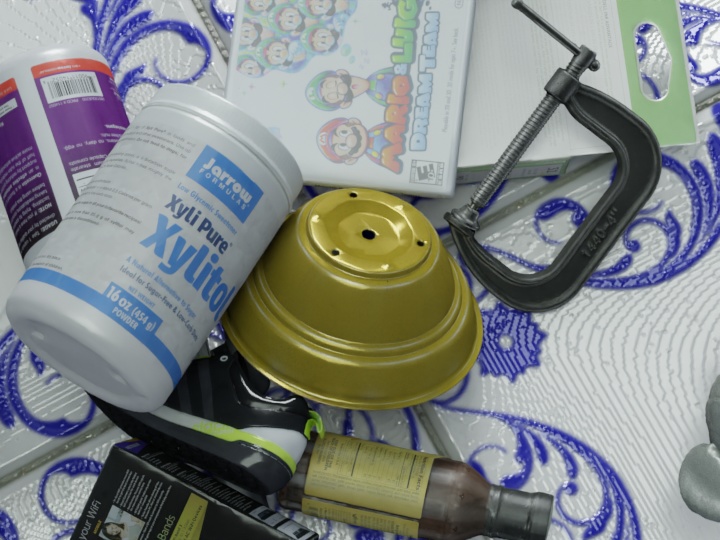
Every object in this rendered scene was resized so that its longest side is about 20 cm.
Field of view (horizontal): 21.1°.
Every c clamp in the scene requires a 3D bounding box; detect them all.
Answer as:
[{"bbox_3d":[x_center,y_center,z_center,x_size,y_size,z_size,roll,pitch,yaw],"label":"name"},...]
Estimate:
[{"bbox_3d":[0.134,-0.076,1.451,0.170,0.027,0.201,30,96,-13],"label":"c clamp"}]

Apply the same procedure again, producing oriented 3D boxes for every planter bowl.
[{"bbox_3d":[0.000,0.000,1.399,0.199,0.084,0.201,8,42,-7],"label":"planter bowl"}]

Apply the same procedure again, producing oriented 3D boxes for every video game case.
[{"bbox_3d":[-0.009,-0.161,1.453,0.181,0.024,0.201,6,83,7],"label":"video game case"}]

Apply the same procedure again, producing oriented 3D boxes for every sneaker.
[{"bbox_3d":[-0.114,0.094,1.396,0.199,0.072,0.083,23,68,23],"label":"sneaker"}]

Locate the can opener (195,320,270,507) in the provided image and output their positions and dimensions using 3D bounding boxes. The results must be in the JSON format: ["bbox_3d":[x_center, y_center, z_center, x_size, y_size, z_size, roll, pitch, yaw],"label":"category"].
[{"bbox_3d":[-0.084,0.120,1.436,0.066,0.053,0.201,-18,75,0],"label":"can opener"}]

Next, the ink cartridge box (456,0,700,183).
[{"bbox_3d":[0.152,-0.149,1.499,0.199,0.048,0.146,-5,75,-4],"label":"ink cartridge box"}]

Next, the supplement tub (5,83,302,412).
[{"bbox_3d":[-0.143,-0.015,1.346,0.131,0.132,0.201,28,70,11],"label":"supplement tub"}]

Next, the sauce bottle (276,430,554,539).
[{"bbox_3d":[0.041,0.165,1.411,0.199,0.065,0.065,13,76,6],"label":"sauce bottle"}]

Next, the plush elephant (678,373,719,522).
[{"bbox_3d":[0.311,0.119,1.364,0.154,0.200,0.165,25,84,29],"label":"plush elephant"}]

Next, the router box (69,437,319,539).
[{"bbox_3d":[-0.142,0.244,1.377,0.157,0.052,0.201,27,96,10],"label":"router box"}]

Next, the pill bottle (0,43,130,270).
[{"bbox_3d":[-0.216,-0.063,1.465,0.112,0.113,0.201,-20,74,-2],"label":"pill bottle"}]
